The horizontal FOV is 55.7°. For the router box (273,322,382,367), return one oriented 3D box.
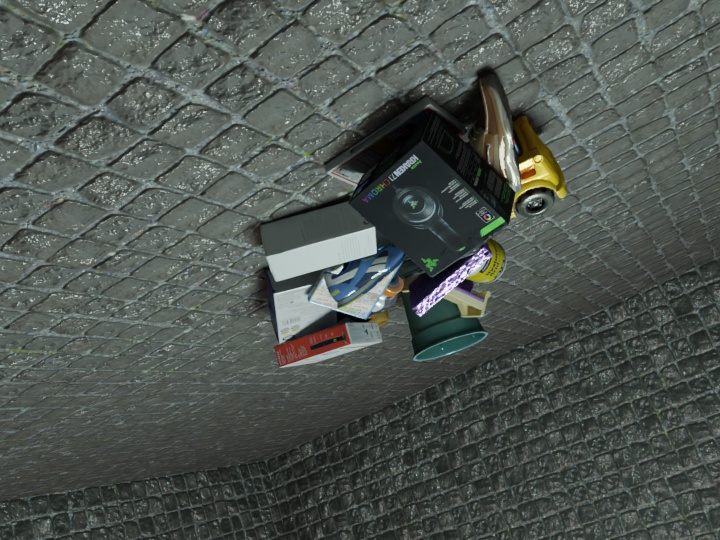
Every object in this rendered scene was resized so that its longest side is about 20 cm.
[{"bbox_3d":[-0.068,0.165,1.526,0.179,0.049,0.200,-19,170,18],"label":"router box"}]

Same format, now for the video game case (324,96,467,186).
[{"bbox_3d":[0.058,-0.195,1.095,0.200,0.018,0.143,-29,158,25],"label":"video game case"}]

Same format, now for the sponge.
[{"bbox_3d":[0.183,0.001,1.423,0.200,0.030,0.112,-42,-161,17],"label":"sponge"}]

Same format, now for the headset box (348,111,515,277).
[{"bbox_3d":[0.116,-0.107,1.055,0.200,0.093,0.174,41,131,-16],"label":"headset box"}]

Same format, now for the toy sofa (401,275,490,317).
[{"bbox_3d":[0.203,0.034,1.593,0.199,0.098,0.083,24,164,-25],"label":"toy sofa"}]

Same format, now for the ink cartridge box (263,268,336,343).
[{"bbox_3d":[-0.124,0.073,1.448,0.136,0.076,0.201,-14,138,-13],"label":"ink cartridge box"}]

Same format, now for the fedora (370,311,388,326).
[{"bbox_3d":[0.010,0.113,1.759,0.200,0.082,0.201,-18,159,-7],"label":"fedora"}]

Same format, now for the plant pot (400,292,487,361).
[{"bbox_3d":[0.199,0.107,1.752,0.199,0.197,0.200,-17,161,-6],"label":"plant pot"}]

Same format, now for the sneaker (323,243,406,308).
[{"bbox_3d":[0.017,-0.014,1.297,0.200,0.082,0.074,-38,179,-15],"label":"sneaker"}]

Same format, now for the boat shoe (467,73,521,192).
[{"bbox_3d":[0.199,-0.200,1.044,0.071,0.076,0.201,-7,125,17],"label":"boat shoe"}]

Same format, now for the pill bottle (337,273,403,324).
[{"bbox_3d":[0.015,0.058,1.574,0.106,0.107,0.200,-4,158,-38],"label":"pill bottle"}]

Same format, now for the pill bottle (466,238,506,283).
[{"bbox_3d":[0.253,-0.035,1.565,0.111,0.112,0.200,-29,158,25],"label":"pill bottle"}]

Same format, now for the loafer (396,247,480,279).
[{"bbox_3d":[0.157,-0.027,1.392,0.200,0.071,0.068,-14,-155,30],"label":"loafer"}]

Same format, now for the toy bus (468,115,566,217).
[{"bbox_3d":[0.229,-0.172,1.174,0.199,0.136,0.192,-25,143,20],"label":"toy bus"}]

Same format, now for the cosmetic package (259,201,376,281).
[{"bbox_3d":[-0.074,-0.056,1.230,0.199,0.074,0.102,-14,152,-4],"label":"cosmetic package"}]

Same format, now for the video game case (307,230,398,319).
[{"bbox_3d":[0.000,0.000,1.363,0.143,0.018,0.200,18,115,-30],"label":"video game case"}]
